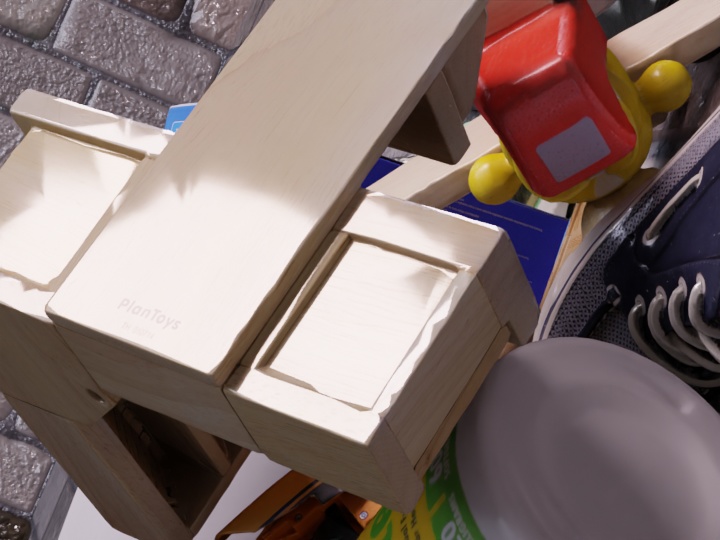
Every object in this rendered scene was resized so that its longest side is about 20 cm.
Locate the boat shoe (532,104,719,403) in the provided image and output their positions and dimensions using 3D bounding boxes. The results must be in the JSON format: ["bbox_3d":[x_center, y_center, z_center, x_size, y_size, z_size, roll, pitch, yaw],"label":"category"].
[{"bbox_3d":[0.114,0.009,0.684,0.201,0.074,0.093,-59,6,31],"label":"boat shoe"}]

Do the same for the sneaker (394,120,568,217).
[{"bbox_3d":[0.061,-0.052,1.020,0.077,0.088,0.201,-53,18,50],"label":"sneaker"}]

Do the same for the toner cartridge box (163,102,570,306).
[{"bbox_3d":[0.000,0.000,0.885,0.043,0.199,0.096,0,76,54],"label":"toner cartridge box"}]

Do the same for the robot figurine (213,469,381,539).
[{"bbox_3d":[-0.026,0.142,0.806,0.200,0.145,0.058,-40,47,-4],"label":"robot figurine"}]

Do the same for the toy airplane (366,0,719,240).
[{"bbox_3d":[0.082,-0.059,0.798,0.198,0.142,0.200,-30,-1,-35],"label":"toy airplane"}]

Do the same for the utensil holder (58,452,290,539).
[{"bbox_3d":[-0.059,0.115,1.063,0.170,0.169,0.201,-100,33,-70],"label":"utensil holder"}]

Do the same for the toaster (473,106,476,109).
[{"bbox_3d":[0.061,-0.194,1.227,0.201,0.118,0.181,-67,11,-6],"label":"toaster"}]

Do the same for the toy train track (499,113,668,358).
[{"bbox_3d":[0.100,0.001,0.868,0.115,0.032,0.201,-31,32,56],"label":"toy train track"}]

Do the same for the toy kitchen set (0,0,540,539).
[{"bbox_3d":[-0.008,0.010,0.710,0.164,0.199,0.181,-56,-37,-23],"label":"toy kitchen set"}]

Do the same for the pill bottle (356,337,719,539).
[{"bbox_3d":[0.043,0.124,0.696,0.112,0.110,0.200,-79,16,-46],"label":"pill bottle"}]

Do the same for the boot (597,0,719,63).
[{"bbox_3d":[0.163,-0.186,0.927,0.130,0.067,0.202,15,84,69],"label":"boot"}]
